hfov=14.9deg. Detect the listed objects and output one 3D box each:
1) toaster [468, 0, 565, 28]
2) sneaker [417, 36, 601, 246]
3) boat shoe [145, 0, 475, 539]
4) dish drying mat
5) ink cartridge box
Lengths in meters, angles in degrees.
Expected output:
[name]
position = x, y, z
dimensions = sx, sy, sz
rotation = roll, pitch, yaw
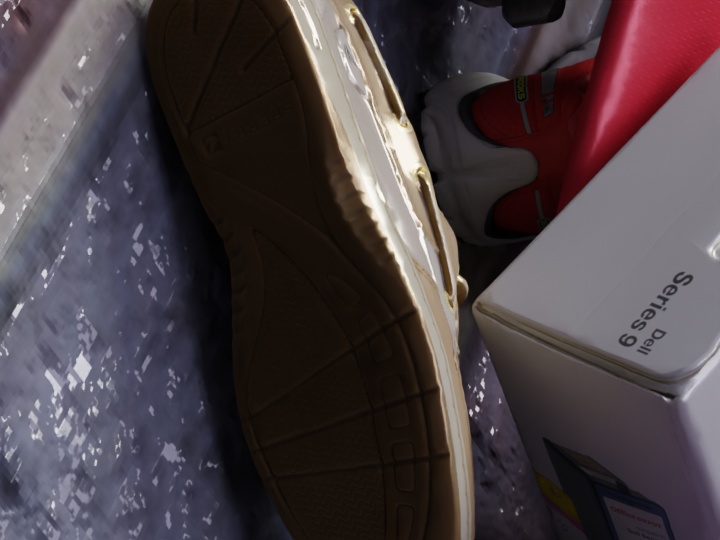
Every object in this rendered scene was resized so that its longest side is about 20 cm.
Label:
[toaster]
position = 0.056, -0.183, 0.920
dimensions = 0.129, 0.114, 0.200
rotation = 40, 52, -50
[sneaker]
position = 0.102, -0.045, 0.976
dimensions = 0.200, 0.085, 0.077
rotation = -21, 101, -55
[boat shoe]
position = 0.000, 0.000, 0.817
dimensions = 0.069, 0.074, 0.200
rotation = -12, 86, -57
[dish drying mat]
position = 0.112, -0.098, 0.891
dimensions = 0.077, 0.018, 0.200
rotation = 19, 89, -48
[ink cartridge box]
position = 0.133, 0.044, 0.888
dimensions = 0.145, 0.087, 0.200
rotation = -46, 138, -24
